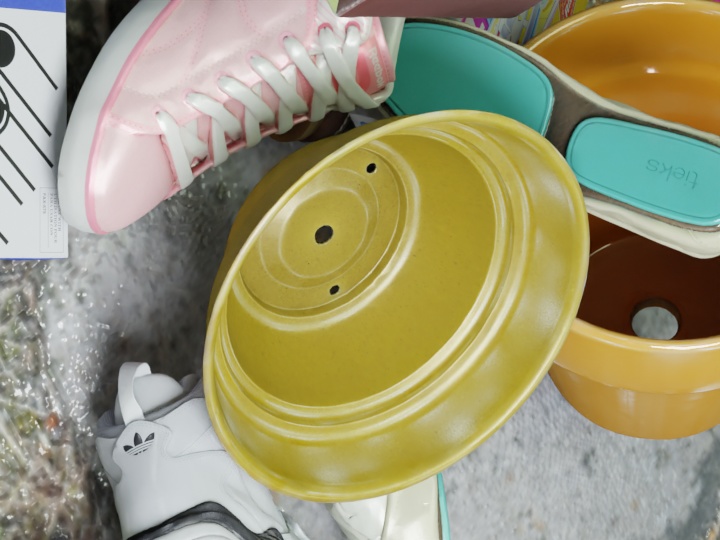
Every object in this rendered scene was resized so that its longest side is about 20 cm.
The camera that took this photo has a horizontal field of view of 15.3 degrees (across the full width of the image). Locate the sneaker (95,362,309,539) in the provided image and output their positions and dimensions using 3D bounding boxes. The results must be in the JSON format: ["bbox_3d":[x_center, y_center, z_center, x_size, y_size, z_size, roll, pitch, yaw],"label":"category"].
[{"bbox_3d":[-0.061,0.112,1.253,0.200,0.075,0.115,39,32,-63],"label":"sneaker"}]

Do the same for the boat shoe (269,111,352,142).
[{"bbox_3d":[-0.012,-0.161,1.311,0.070,0.070,0.201,2,91,-45],"label":"boat shoe"}]

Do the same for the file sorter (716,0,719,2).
[{"bbox_3d":[0.260,-0.175,1.528,0.199,0.125,0.140,-1,90,-43],"label":"file sorter"}]

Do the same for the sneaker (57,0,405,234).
[{"bbox_3d":[-0.048,-0.088,1.205,0.200,0.104,0.075,-55,155,-26],"label":"sneaker"}]

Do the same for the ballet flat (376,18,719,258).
[{"bbox_3d":[0.094,-0.060,1.262,0.070,0.199,0.070,-59,167,-22],"label":"ballet flat"}]

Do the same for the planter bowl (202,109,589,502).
[{"bbox_3d":[0.000,0.000,1.221,0.200,0.083,0.201,-17,127,-24],"label":"planter bowl"}]

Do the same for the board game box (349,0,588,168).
[{"bbox_3d":[0.064,-0.123,1.371,0.201,0.034,0.135,-65,153,-22],"label":"board game box"}]

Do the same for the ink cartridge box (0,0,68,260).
[{"bbox_3d":[-0.178,-0.105,1.176,0.094,0.044,0.201,-1,90,-44],"label":"ink cartridge box"}]

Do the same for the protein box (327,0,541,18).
[{"bbox_3d":[0.041,-0.230,1.191,0.199,0.135,0.200,64,25,8],"label":"protein box"}]

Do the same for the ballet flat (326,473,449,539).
[{"bbox_3d":[0.009,0.085,1.333,0.069,0.069,0.201,4,86,-43],"label":"ballet flat"}]

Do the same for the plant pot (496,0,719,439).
[{"bbox_3d":[0.153,-0.007,1.371,0.201,0.199,0.183,-61,164,-25],"label":"plant pot"}]
